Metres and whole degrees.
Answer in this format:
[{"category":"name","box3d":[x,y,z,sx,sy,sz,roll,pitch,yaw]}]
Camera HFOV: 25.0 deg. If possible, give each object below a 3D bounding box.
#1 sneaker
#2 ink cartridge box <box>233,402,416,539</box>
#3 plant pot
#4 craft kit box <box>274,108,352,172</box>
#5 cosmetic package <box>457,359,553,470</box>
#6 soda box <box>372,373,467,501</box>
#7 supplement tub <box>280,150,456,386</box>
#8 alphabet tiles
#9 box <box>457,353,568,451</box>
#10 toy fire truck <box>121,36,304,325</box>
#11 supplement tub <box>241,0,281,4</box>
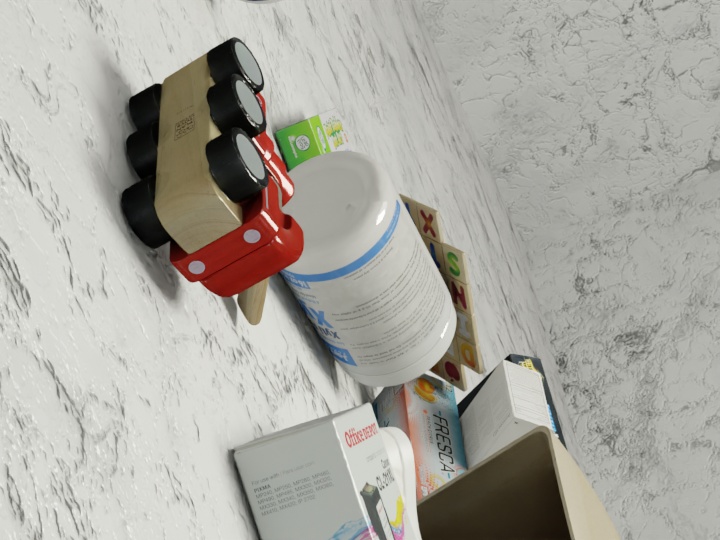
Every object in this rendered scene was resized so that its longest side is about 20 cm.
[{"category":"sneaker","box3d":[0.008,0.235,1.347,0.084,0.072,0.203,-2,79,-43]},{"category":"ink cartridge box","box3d":[-0.010,0.208,1.193,0.146,0.082,0.202,-3,74,-79]},{"category":"plant pot","box3d":[0.150,0.296,1.422,0.177,0.199,0.201,40,27,-35]},{"category":"craft kit box","box3d":[-0.024,-0.071,1.754,0.200,0.048,0.200,-52,119,-78]},{"category":"cosmetic package","box3d":[0.116,0.191,1.608,0.050,0.201,0.083,21,34,-18]},{"category":"soda box","box3d":[0.059,0.186,1.586,0.068,0.064,0.201,23,32,-20]},{"category":"supplement tub","box3d":[0.000,0.000,1.499,0.133,0.131,0.201,-100,166,-45]},{"category":"alphabet tiles","box3d":[0.062,0.019,1.620,0.166,0.006,0.202,28,-44,51]},{"category":"box","box3d":[0.135,0.207,1.678,0.046,0.200,0.160,10,50,-31]},{"category":"toy fire truck","box3d":[-0.090,-0.036,1.193,0.200,0.128,0.177,50,20,-35]},{"category":"supplement tub","box3d":[-0.113,-0.346,1.507,0.200,0.143,0.146,38,34,-72]}]
